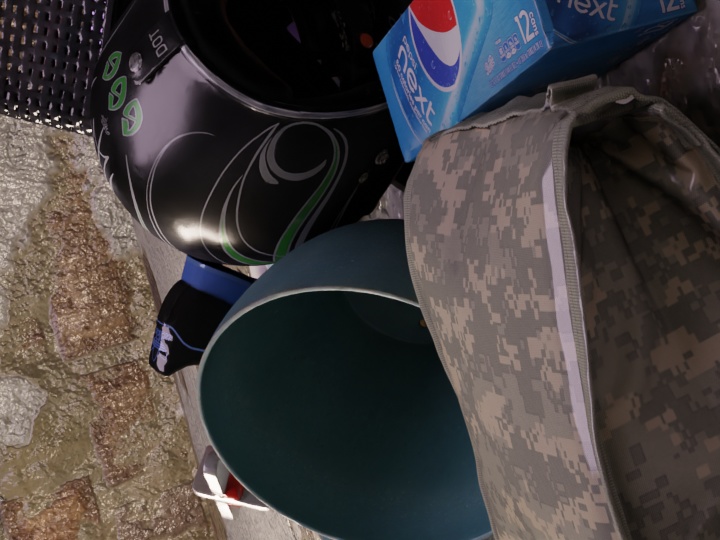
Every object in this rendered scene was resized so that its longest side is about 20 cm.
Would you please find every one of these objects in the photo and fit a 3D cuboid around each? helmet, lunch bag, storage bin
[{"bbox_3d":[-0.067,-0.096,0.741,0.202,0.198,0.191,67,149,22],"label":"helmet"},{"bbox_3d":[0.097,0.023,0.480,0.164,0.117,0.202,-171,60,-74],"label":"lunch bag"},{"bbox_3d":[-0.185,-0.204,0.792,0.135,0.093,0.202,-77,1,-66],"label":"storage bin"}]

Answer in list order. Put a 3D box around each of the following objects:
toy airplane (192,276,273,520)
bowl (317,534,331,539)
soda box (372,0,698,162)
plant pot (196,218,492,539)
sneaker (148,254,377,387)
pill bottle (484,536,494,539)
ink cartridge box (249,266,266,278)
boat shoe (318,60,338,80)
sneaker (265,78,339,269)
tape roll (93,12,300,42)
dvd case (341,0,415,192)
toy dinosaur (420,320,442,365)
[{"bbox_3d":[-0.078,0.114,1.035,0.200,0.139,0.201,-102,4,-81],"label":"toy airplane"},{"bbox_3d":[0.008,0.148,0.934,0.201,0.104,0.203,162,90,-72],"label":"bowl"},{"bbox_3d":[0.067,-0.107,0.541,0.200,0.067,0.065,150,103,-75],"label":"soda box"},{"bbox_3d":[0.019,0.048,0.711,0.135,0.198,0.202,-68,-21,-49],"label":"plant pot"},{"bbox_3d":[-0.052,0.057,0.802,0.070,0.199,0.079,27,91,54],"label":"sneaker"},{"bbox_3d":[0.061,0.269,0.806,0.113,0.111,0.201,63,148,34],"label":"pill bottle"},{"bbox_3d":[-0.027,0.052,1.093,0.175,0.045,0.202,19,127,45],"label":"ink cartridge box"},{"bbox_3d":[-0.061,-0.114,1.006,0.200,0.059,0.072,122,130,-70],"label":"boat shoe"},{"bbox_3d":[-0.046,-0.048,0.930,0.201,0.073,0.082,100,170,-45],"label":"sneaker"},{"bbox_3d":[-0.115,-0.218,0.882,0.199,0.065,0.202,10,108,35],"label":"tape roll"},{"bbox_3d":[0.026,-0.119,0.759,0.200,0.024,0.152,-137,33,-63],"label":"dvd case"},{"bbox_3d":[0.000,0.000,0.845,0.199,0.058,0.101,37,175,15],"label":"toy dinosaur"}]
